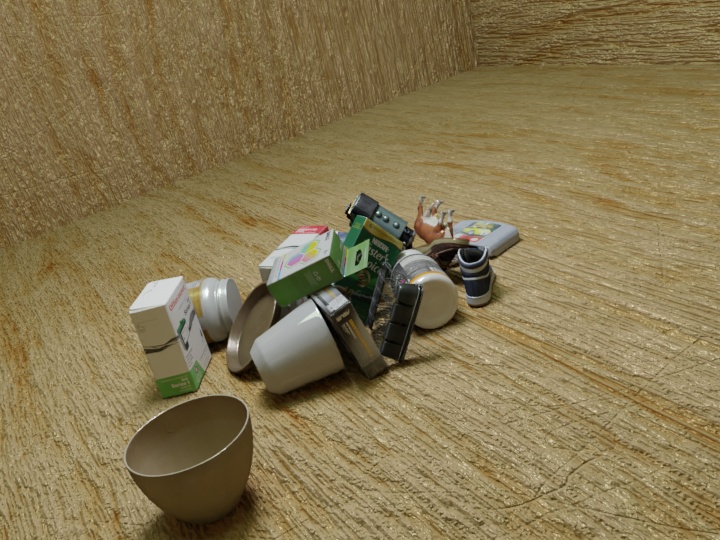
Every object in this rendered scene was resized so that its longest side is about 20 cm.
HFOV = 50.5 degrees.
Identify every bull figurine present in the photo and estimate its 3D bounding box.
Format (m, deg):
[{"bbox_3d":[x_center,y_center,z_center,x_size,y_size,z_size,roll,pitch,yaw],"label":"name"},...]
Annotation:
[{"bbox_3d":[0.188,-0.098,1.840,0.064,0.125,0.200,-1,24,-28],"label":"bull figurine"}]

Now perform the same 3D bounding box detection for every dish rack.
[{"bbox_3d":[0.060,0.073,1.508,0.053,0.157,0.200,14,13,-14],"label":"dish rack"}]

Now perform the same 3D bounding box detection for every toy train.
[{"bbox_3d":[0.050,-0.115,1.925,0.086,0.197,0.114,-58,-1,-17],"label":"toy train"}]

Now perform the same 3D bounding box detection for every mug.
[{"bbox_3d":[-0.125,0.167,1.476,0.151,0.188,0.151,-28,58,-10],"label":"mug"}]

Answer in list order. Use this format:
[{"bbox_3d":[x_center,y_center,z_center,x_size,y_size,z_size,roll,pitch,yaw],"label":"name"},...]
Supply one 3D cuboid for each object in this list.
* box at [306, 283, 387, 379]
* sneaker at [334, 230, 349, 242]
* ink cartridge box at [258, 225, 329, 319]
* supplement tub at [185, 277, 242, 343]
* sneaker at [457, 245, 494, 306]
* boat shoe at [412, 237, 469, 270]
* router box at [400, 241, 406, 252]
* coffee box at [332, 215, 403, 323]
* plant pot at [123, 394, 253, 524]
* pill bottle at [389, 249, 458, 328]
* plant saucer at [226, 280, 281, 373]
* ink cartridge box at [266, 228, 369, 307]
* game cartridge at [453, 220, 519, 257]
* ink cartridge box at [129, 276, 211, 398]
[{"bbox_3d":[-0.035,0.103,1.483,0.048,0.160,0.200,-35,25,-8],"label":"box"},{"bbox_3d":[-0.013,0.002,1.682,0.142,0.081,0.204,10,53,1],"label":"sneaker"},{"bbox_3d":[-0.134,0.009,1.717,0.082,0.148,0.200,0,28,26],"label":"ink cartridge box"},{"bbox_3d":[-0.377,0.099,1.746,0.194,0.148,0.145,-12,22,7],"label":"supplement tub"},{"bbox_3d":[0.249,-0.016,1.648,0.068,0.111,0.201,-9,22,12],"label":"sneaker"},{"bbox_3d":[0.182,-0.028,1.723,0.070,0.074,0.199,2,-9,-28],"label":"boat shoe"},{"bbox_3d":[-0.006,-0.037,1.869,0.196,0.064,0.148,5,10,35],"label":"router box"},{"bbox_3d":[0.000,0.000,1.625,0.044,0.122,0.204,19,79,56],"label":"coffee box"},{"bbox_3d":[-0.248,0.307,1.180,0.195,0.138,0.201,-12,21,5],"label":"plant pot"},{"bbox_3d":[0.126,0.032,1.608,0.113,0.119,0.200,-17,21,-5],"label":"pill bottle"},{"bbox_3d":[-0.221,0.120,1.602,0.200,0.029,0.204,-42,35,38],"label":"plant saucer"},{"bbox_3d":[-0.082,-0.015,1.487,0.196,0.060,0.105,-25,27,18],"label":"ink cartridge box"},{"bbox_3d":[0.286,-0.081,1.881,0.131,0.042,0.197,-26,24,-35],"label":"game cartridge"},{"bbox_3d":[-0.393,0.135,1.594,0.082,0.205,0.147,-12,22,7],"label":"ink cartridge box"}]
